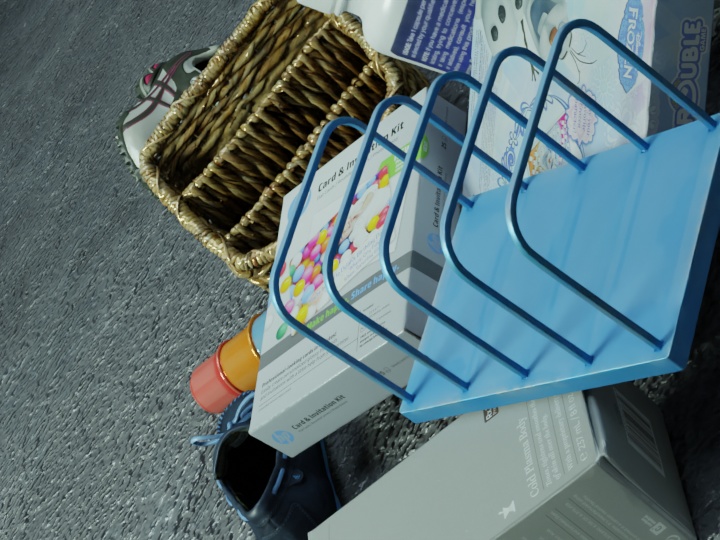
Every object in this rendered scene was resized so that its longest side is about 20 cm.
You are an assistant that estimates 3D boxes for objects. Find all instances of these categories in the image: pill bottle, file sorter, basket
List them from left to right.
[{"bbox_3d":[-0.045,-0.090,1.369,0.200,0.149,0.143,-48,35,9],"label":"basket"},{"bbox_3d":[0.064,-0.192,1.247,0.120,0.199,0.121,-162,90,-87],"label":"pill bottle"},{"bbox_3d":[0.066,-0.023,0.929,0.199,0.122,0.140,-17,48,50],"label":"file sorter"}]

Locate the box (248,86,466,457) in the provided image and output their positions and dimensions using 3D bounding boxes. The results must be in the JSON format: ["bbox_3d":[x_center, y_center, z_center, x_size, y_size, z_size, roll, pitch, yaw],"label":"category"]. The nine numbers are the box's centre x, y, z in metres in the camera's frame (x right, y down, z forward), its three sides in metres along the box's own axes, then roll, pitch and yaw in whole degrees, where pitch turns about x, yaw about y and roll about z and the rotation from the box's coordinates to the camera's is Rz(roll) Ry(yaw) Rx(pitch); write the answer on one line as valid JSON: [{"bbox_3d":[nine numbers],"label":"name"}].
[{"bbox_3d":[0.000,0.000,1.186,0.156,0.041,0.201,-35,35,40],"label":"box"}]

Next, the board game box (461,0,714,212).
[{"bbox_3d":[0.124,-0.073,1.062,0.199,0.043,0.202,-150,60,-63],"label":"board game box"}]

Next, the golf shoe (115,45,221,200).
[{"bbox_3d":[-0.180,-0.152,1.795,0.088,0.077,0.201,-29,33,27],"label":"golf shoe"}]

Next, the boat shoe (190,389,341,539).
[{"bbox_3d":[-0.062,0.121,1.229,0.084,0.069,0.200,-51,25,0],"label":"boat shoe"}]

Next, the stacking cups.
[{"bbox_3d":[-0.052,0.040,1.330,0.199,0.060,0.061,-33,31,35],"label":"stacking cups"}]

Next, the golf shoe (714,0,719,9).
[{"bbox_3d":[0.238,-0.189,1.034,0.198,0.092,0.076,0,69,17],"label":"golf shoe"}]

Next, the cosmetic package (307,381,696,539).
[{"bbox_3d":[0.068,0.139,0.964,0.200,0.090,0.107,-38,30,20],"label":"cosmetic package"}]
